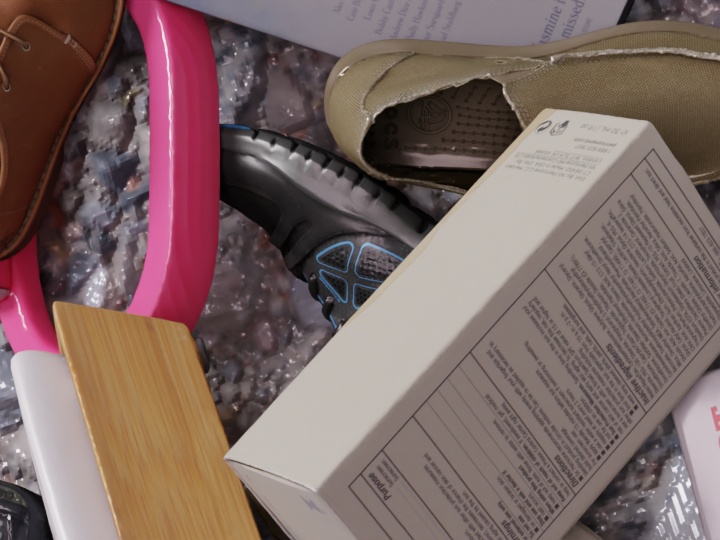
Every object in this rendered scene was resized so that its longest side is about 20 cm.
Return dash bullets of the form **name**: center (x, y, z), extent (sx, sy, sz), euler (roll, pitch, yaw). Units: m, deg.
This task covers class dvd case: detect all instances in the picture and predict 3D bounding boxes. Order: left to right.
- **dvd case**: center (0.023, -0.147, 1.072), extent (0.200, 0.018, 0.143), euler (18, 124, -6)

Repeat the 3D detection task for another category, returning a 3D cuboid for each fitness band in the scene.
- **fitness band**: center (-0.122, -0.045, 1.139), extent (0.144, 0.037, 0.200), euler (-8, 80, 43)

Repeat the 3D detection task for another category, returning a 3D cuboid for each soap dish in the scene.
- **soap dish**: center (-0.079, 0.130, 1.048), extent (0.081, 0.157, 0.200), euler (-14, 50, -9)

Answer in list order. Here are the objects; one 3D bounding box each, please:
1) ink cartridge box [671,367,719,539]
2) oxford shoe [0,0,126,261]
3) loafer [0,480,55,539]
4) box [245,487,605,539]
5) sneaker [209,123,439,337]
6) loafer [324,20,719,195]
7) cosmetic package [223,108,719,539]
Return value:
- **ink cartridge box**: center (0.238, 0.090, 1.019), extent (0.200, 0.084, 0.145), euler (-17, 78, 15)
- **oxford shoe**: center (-0.148, -0.094, 1.087), extent (0.071, 0.071, 0.200), euler (16, 100, 10)
- **loafer**: center (-0.237, 0.113, 1.167), extent (0.200, 0.068, 0.070), euler (13, 78, 15)
- **box**: center (0.053, 0.130, 1.054), extent (0.200, 0.068, 0.082), euler (37, 76, 27)
- **sneaker**: center (0.000, 0.000, 1.109), extent (0.200, 0.073, 0.082), euler (29, 97, 20)
- **loafer**: center (0.083, -0.058, 1.072), extent (0.200, 0.067, 0.076), euler (-3, 120, 7)
- **cosmetic package**: center (0.055, 0.041, 0.995), extent (0.200, 0.104, 0.073), euler (-46, 29, -18)
